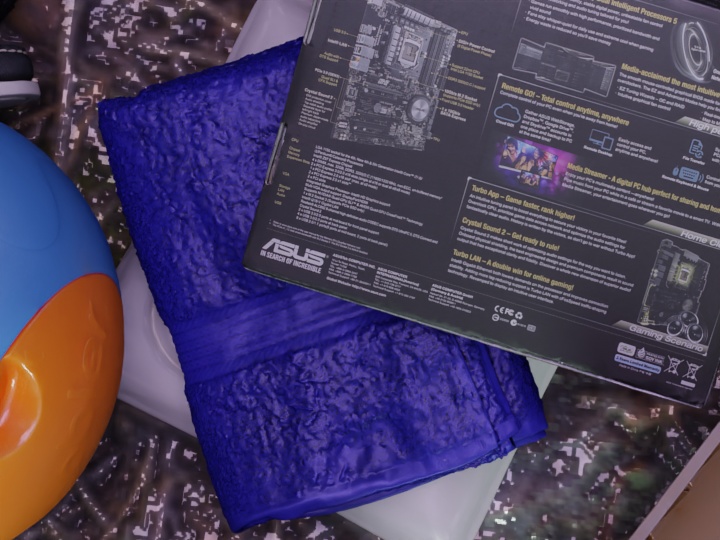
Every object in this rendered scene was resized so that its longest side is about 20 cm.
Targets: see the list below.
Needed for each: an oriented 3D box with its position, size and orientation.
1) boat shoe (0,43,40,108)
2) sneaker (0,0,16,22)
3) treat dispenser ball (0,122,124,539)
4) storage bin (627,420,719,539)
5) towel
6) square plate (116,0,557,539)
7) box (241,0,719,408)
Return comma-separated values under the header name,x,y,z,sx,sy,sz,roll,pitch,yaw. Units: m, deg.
name,x,y,z,sx,sy,sz,roll,pitch,yaw
boat shoe,-0.238,-0.097,1.317,0.199,0.076,0.061,0,87,6
sneaker,-0.146,-0.206,1.335,0.082,0.070,0.200,32,84,0
treat dispenser ball,-0.197,0.026,1.246,0.200,0.201,0.202,0,84,1
storage bin,0.201,0.152,1.241,0.198,0.094,0.200,38,61,5
towel,-0.018,0.001,1.283,0.147,0.050,0.201,-19,90,4
square plate,0.000,0.000,1.331,0.198,0.028,0.201,28,86,4
box,0.068,-0.050,1.213,0.199,0.044,0.161,16,106,2
